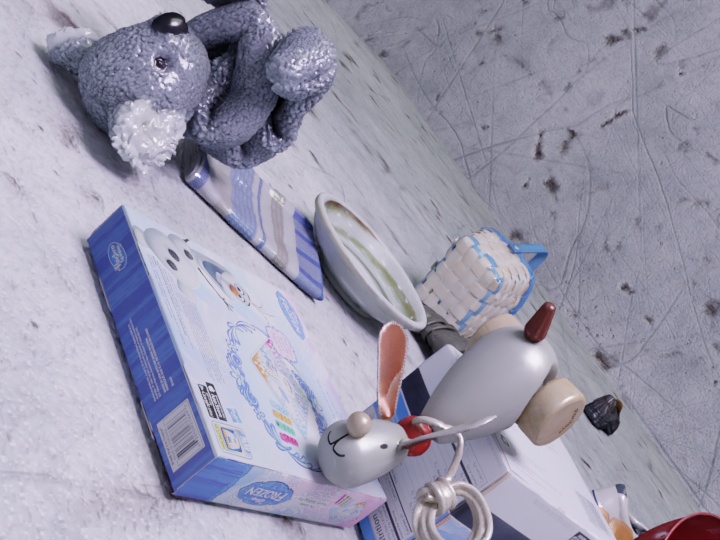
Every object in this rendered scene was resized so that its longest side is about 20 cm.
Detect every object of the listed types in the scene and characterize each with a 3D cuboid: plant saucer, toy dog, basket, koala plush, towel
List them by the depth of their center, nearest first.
[{"bbox_3d":[0.071,0.078,0.605,0.131,0.097,0.199,30,43,24],"label":"toy dog"},{"bbox_3d":[-0.157,-0.163,0.788,0.199,0.185,0.178,-20,63,-42],"label":"koala plush"},{"bbox_3d":[-0.109,-0.068,0.945,0.200,0.024,0.148,45,16,-29],"label":"towel"},{"bbox_3d":[0.000,0.000,1.072,0.200,0.050,0.201,48,15,-17],"label":"plant saucer"},{"bbox_3d":[0.189,0.020,1.375,0.199,0.177,0.140,10,38,-53],"label":"basket"}]

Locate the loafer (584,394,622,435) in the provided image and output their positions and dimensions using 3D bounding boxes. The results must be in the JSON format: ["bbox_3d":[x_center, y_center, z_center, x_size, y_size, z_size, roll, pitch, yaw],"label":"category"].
[{"bbox_3d":[0.570,0.326,2.062,0.073,0.072,0.200,56,13,23],"label":"loafer"}]

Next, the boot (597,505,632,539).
[{"bbox_3d":[0.234,0.321,0.851,0.199,0.077,0.156,36,51,-14],"label":"boot"}]

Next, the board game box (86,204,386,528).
[{"bbox_3d":[-0.083,0.072,0.630,0.198,0.043,0.201,32,24,-53],"label":"board game box"}]

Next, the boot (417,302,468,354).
[{"bbox_3d":[0.142,0.115,1.225,0.200,0.068,0.131,38,13,-48],"label":"boot"}]

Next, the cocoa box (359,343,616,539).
[{"bbox_3d":[0.095,0.184,0.740,0.200,0.131,0.134,40,18,-39],"label":"cocoa box"}]

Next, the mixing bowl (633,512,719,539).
[{"bbox_3d":[0.372,0.390,1.083,0.198,0.108,0.204,7,78,-33],"label":"mixing bowl"}]

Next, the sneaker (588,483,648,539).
[{"bbox_3d":[0.349,0.368,1.171,0.073,0.070,0.202,-72,138,-68],"label":"sneaker"}]
